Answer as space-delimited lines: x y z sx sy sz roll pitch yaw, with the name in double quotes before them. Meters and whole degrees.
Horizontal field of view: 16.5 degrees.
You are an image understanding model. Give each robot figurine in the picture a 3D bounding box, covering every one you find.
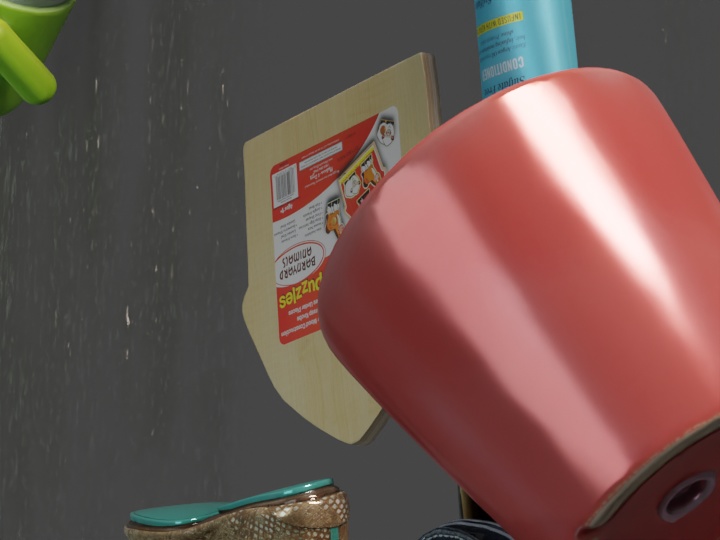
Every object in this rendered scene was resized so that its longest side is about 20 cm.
"robot figurine" -0.262 -0.187 1.715 0.200 0.115 0.176 -57 31 30

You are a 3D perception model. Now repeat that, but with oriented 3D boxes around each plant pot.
"plant pot" 0.104 0.039 1.126 0.178 0.200 0.201 55 127 30

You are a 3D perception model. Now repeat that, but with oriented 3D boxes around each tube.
"tube" 0.087 -0.105 1.289 0.077 0.050 0.201 -19 74 59

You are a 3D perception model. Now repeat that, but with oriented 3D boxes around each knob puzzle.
"knob puzzle" 0.000 0.000 1.396 0.219 0.030 0.221 -14 72 51

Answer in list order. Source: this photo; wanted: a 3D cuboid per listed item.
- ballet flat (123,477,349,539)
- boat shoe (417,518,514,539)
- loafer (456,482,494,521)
"ballet flat" -0.074 0.163 1.443 0.200 0.070 0.066 -15 86 56
"boat shoe" 0.049 0.155 1.099 0.071 0.091 0.200 -62 29 7
"loafer" 0.074 0.181 1.227 0.073 0.072 0.201 -16 72 50
